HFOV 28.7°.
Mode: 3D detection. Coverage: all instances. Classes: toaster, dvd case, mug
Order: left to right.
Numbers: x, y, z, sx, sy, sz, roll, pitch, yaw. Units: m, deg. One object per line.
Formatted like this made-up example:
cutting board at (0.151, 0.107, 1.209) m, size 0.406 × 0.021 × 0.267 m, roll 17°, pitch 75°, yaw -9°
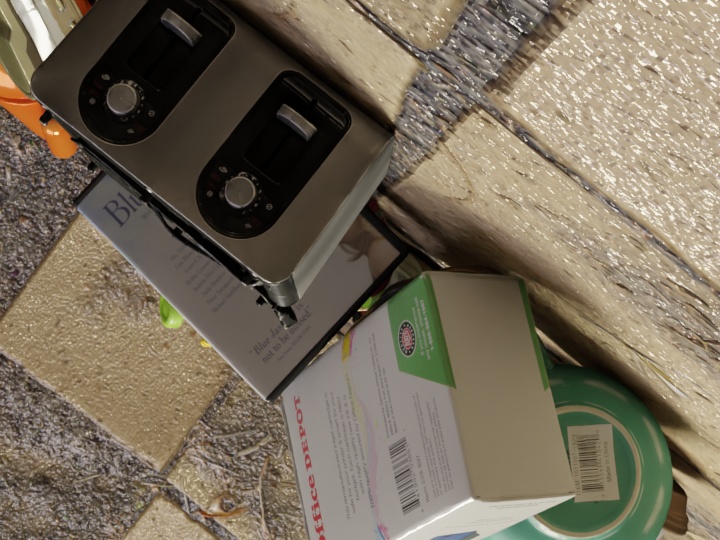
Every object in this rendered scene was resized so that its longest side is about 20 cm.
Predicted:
toaster at (-0.080, -0.071, 0.835) m, size 0.180 × 0.119 × 0.200 m, roll 39°, pitch 175°, yaw 4°
dvd case at (-0.083, -0.030, 0.971) m, size 0.200 × 0.143 × 0.018 m, roll 44°, pitch -179°, yaw 10°
mug at (0.127, 0.133, 0.980) m, size 0.184 × 0.152 × 0.114 m, roll 39°, pitch 169°, yaw 4°

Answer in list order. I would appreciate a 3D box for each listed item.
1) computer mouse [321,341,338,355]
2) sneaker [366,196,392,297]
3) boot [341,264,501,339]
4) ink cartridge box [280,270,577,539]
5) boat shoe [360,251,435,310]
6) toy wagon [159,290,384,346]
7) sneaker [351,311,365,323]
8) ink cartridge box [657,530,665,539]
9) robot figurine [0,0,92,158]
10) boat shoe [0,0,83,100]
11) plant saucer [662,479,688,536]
computer mouse at (0.052, 0.069, 1.145) m, size 0.198 × 0.034 × 0.059 m, roll -6°, pitch -149°, yaw -36°
sneaker at (-0.050, -0.053, 1.024) m, size 0.200 × 0.081 × 0.075 m, roll 41°, pitch 177°, yaw 21°
boot at (0.053, 0.022, 1.012) m, size 0.074 × 0.076 × 0.200 m, roll 44°, pitch 152°, yaw -9°
ink cartridge box at (0.036, 0.108, 0.921) m, size 0.087 × 0.147 × 0.200 m, roll 2°, pitch 154°, yaw -33°
boat shoe at (0.000, 0.000, 1.192) m, size 0.074 × 0.067 × 0.200 m, roll 41°, pitch 175°, yaw -32°
toy wagon at (-0.080, 0.023, 1.118) m, size 0.153 × 0.040 × 0.200 m, roll 1°, pitch 166°, yaw -27°
sneaker at (0.033, 0.027, 1.284) m, size 0.095 × 0.080 × 0.200 m, roll 20°, pitch -167°, yaw -40°
ink cartridge box at (0.177, 0.147, 1.261) m, size 0.161 × 0.050 × 0.201 m, roll 30°, pitch -155°, yaw -40°
robot figurine at (-0.263, -0.180, 1.195) m, size 0.115 × 0.145 × 0.200 m, roll 19°, pitch 169°, yaw 18°
boat shoe at (-0.244, -0.217, 1.000) m, size 0.075 × 0.068 × 0.201 m, roll 41°, pitch 156°, yaw 31°
plant saucer at (0.187, 0.139, 1.136) m, size 0.199 × 0.030 × 0.200 m, roll 36°, pitch -173°, yaw -5°
